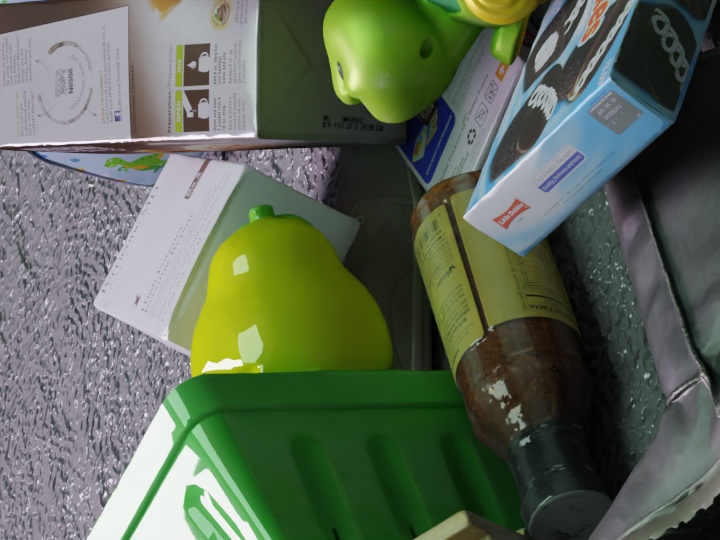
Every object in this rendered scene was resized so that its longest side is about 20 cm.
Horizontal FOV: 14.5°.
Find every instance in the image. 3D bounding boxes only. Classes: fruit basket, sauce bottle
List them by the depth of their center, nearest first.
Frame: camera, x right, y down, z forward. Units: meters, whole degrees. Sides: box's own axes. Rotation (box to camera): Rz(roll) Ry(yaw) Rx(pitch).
[{"bbox_3d":[0.072,0.041,1.313,0.066,0.066,0.200,-55,33,36],"label":"sauce bottle"},{"bbox_3d":[-0.031,0.081,1.342,0.156,0.215,0.216,-59,32,32],"label":"fruit basket"}]

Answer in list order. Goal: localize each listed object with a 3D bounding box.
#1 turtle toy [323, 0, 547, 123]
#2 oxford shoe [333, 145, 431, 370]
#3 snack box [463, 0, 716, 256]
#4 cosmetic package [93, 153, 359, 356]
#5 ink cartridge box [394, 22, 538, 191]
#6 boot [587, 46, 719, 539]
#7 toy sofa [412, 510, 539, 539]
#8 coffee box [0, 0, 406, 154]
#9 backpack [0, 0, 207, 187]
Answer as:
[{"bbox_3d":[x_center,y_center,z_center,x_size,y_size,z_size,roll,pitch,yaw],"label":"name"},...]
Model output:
[{"bbox_3d":[0.047,-0.162,1.324,0.146,0.101,0.200,-43,-30,-76],"label":"turtle toy"},{"bbox_3d":[0.000,0.000,1.478,0.075,0.058,0.200,134,142,-52],"label":"oxford shoe"},{"bbox_3d":[0.114,-0.110,1.242,0.116,0.037,0.200,-44,17,46],"label":"snack box"},{"bbox_3d":[-0.074,-0.002,1.494,0.102,0.074,0.200,-63,17,-5],"label":"cosmetic package"},{"bbox_3d":[0.043,-0.107,1.465,0.095,0.037,0.200,-67,31,22],"label":"ink cartridge box"},{"bbox_3d":[0.132,0.028,1.198,0.182,0.073,0.200,-44,47,27],"label":"boot"},{"bbox_3d":[0.068,0.211,1.218,0.083,0.098,0.200,-35,55,22],"label":"toy sofa"},{"bbox_3d":[-0.086,-0.102,1.475,0.200,0.114,0.080,0,90,41],"label":"coffee box"},{"bbox_3d":[-0.155,-0.152,1.682,0.183,0.200,0.147,-51,37,40],"label":"backpack"}]
